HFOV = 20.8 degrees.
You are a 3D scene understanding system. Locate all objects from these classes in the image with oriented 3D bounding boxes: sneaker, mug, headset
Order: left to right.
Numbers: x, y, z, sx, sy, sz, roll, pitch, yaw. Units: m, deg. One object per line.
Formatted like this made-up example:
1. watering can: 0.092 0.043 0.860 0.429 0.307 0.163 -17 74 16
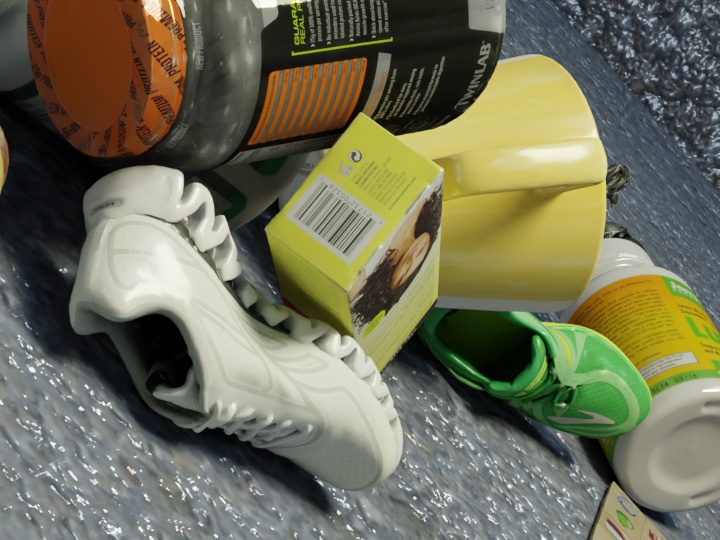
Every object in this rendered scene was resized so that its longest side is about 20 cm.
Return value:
1. sneaker: -0.057 0.045 0.867 0.200 0.075 0.081 44 39 -30
2. mug: 0.043 -0.055 1.102 0.152 0.187 0.150 -5 56 -23
3. sneaker: 0.100 0.060 1.222 0.199 0.074 0.084 30 20 -25
4. headset: 0.202 -0.038 1.672 0.124 0.094 0.200 53 5 18

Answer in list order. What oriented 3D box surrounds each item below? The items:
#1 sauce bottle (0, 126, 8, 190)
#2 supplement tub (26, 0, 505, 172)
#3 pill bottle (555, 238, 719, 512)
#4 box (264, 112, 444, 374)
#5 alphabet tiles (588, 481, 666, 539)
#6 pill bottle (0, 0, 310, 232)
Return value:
1. sauce bottle: -0.173 -0.011 0.678 0.066 0.066 0.200 44 17 -14
2. supplement tub: -0.041 -0.112 0.884 0.199 0.123 0.123 -12 57 -40
3. pill bottle: 0.204 0.067 1.395 0.111 0.111 0.200 36 19 -34
4. box: 0.000 0.000 0.939 0.050 0.075 0.200 36 -12 11
5. alphabet tiles: 0.216 0.231 1.233 0.200 0.008 0.167 49 16 2
6. pill bottle: -0.120 -0.114 0.971 0.200 0.113 0.113 39 18 -30
